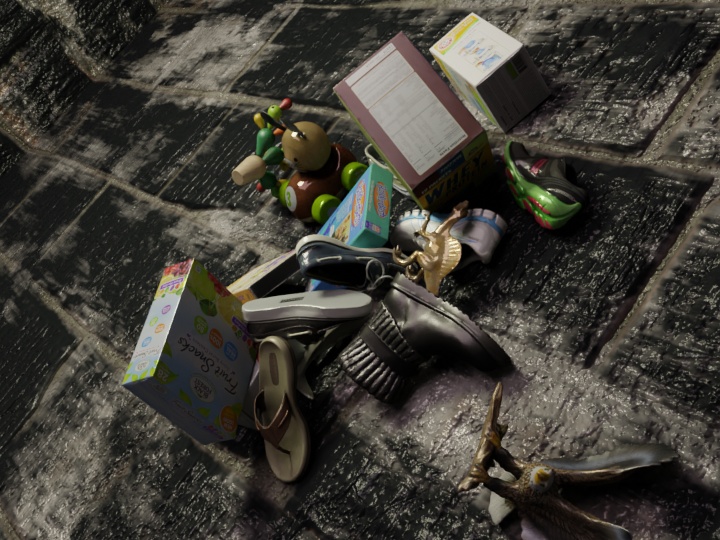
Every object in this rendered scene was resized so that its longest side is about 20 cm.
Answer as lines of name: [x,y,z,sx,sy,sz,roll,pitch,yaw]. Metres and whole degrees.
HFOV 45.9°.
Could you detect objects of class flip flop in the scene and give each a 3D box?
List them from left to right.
flip flop: [-0.118,0.193,1.178,0.080,0.057,0.203,-6,89,36]

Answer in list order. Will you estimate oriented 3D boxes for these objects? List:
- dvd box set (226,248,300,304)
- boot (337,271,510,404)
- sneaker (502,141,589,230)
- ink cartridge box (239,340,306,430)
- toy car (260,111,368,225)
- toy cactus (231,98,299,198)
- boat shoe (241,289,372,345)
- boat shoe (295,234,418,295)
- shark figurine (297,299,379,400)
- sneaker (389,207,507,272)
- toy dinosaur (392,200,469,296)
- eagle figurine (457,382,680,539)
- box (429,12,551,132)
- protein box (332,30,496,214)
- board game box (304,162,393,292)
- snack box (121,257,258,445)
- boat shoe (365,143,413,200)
dvd box set: [-0.175,0.022,1.420,0.146,0.030,0.199,-38,10,-37]
boot: [0.081,0.116,1.120,0.210,0.079,0.159,34,90,37]
sneaker: [0.265,-0.127,1.226,0.083,0.077,0.201,-22,39,-3]
ink cartridge box: [-0.191,0.157,1.336,0.198,0.083,0.147,4,56,46]
toy car: [-0.105,-0.201,1.529,0.158,0.200,0.164,-48,36,-10]
toy cactus: [-0.184,-0.217,1.618,0.102,0.201,0.165,34,47,19]
boat shoe: [-0.073,0.070,1.213,0.197,0.065,0.071,-4,18,22]
boat shoe: [0.000,0.000,1.244,0.075,0.198,0.062,-50,37,36]
shark figurine: [-0.044,0.086,1.272,0.213,0.090,0.129,-34,34,7]
sneaker: [0.117,-0.039,1.262,0.198,0.075,0.087,-4,55,42]
toy dinosaur: [0.098,-0.010,1.194,0.100,0.058,0.203,5,78,41]
eagle figurine: [0.207,0.228,0.876,0.198,0.151,0.154,17,105,19]
box: [0.216,-0.339,1.444,0.101,0.113,0.200,-39,36,5]
protein box: [0.088,-0.211,1.290,0.134,0.198,0.201,-38,74,5]
board game box: [-0.019,-0.051,1.355,0.200,0.045,0.153,-49,24,42]
snack box: [-0.228,0.115,1.198,0.067,0.169,0.202,-16,45,31]
boat shoe: [0.072,-0.171,1.447,0.072,0.062,0.199,-51,37,-13]
